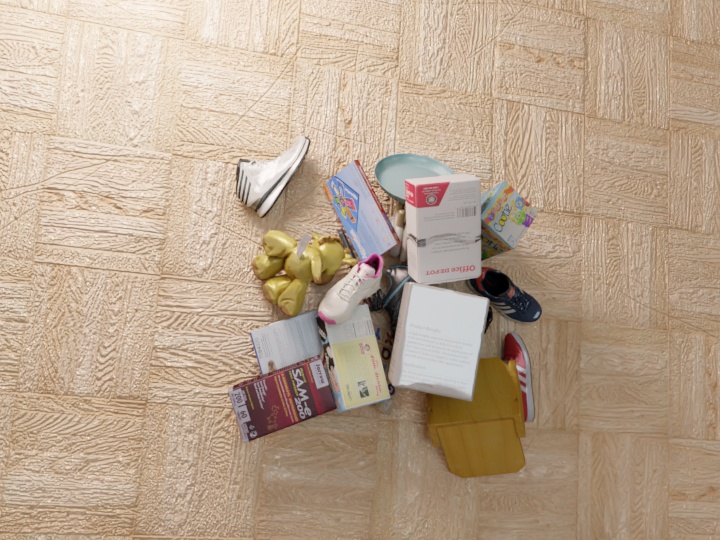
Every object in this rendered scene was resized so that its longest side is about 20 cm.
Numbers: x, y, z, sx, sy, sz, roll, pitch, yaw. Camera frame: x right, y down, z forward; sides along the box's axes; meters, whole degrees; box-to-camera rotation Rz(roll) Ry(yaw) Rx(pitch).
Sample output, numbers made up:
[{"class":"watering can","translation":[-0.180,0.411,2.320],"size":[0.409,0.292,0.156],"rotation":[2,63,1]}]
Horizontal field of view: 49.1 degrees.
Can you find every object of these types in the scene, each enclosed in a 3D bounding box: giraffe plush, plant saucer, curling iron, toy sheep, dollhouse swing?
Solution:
[{"class":"giraffe plush","translation":[-0.104,-0.020,1.642],"size":[0.160,0.199,0.175],"rotation":[-15,70,-50]},{"class":"plant saucer","translation":[0.124,-0.193,1.730],"size":[0.194,0.028,0.202],"rotation":[7,38,-5]},{"class":"curling iron","translation":[0.000,0.000,1.722],"size":[0.049,0.026,0.203],"rotation":[-30,92,-20]},{"class":"toy sheep","translation":[0.116,-0.078,1.713],"size":[0.194,0.138,0.142],"rotation":[11,79,0]},{"class":"dollhouse swing","translation":[0.257,0.319,1.700],"size":[0.195,0.177,0.185],"rotation":[-10,50,16]}]

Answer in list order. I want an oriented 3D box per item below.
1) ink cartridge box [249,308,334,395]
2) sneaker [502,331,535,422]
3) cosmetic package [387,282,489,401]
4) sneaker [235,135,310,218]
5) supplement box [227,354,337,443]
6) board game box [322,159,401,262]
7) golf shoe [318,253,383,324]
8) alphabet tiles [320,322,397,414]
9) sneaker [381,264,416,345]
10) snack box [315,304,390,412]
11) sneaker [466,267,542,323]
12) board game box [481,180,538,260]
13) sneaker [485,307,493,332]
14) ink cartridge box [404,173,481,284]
[{"class":"ink cartridge box","translation":[-0.117,0.194,1.652],"size":[0.195,0.043,0.201],"rotation":[-16,89,-17]},{"class":"sneaker","translation":[0.321,0.244,1.755],"size":[0.110,0.071,0.206],"rotation":[-7,86,-20]},{"class":"cosmetic package","translation":[0.152,0.139,1.580],"size":[0.160,0.165,0.206],"rotation":[11,88,-1]},{"class":"sneaker","translation":[-0.194,-0.225,1.672],"size":[0.114,0.076,0.203],"rotation":[35,77,-10]},{"class":"supplement box","translation":[-0.155,0.255,1.575],"size":[0.195,0.061,0.111],"rotation":[-19,92,-7]},{"class":"board game box","translation":[0.001,-0.122,1.694],"size":[0.019,0.102,0.203],"rotation":[-15,76,-57]},{"class":"golf shoe","translation":[-0.018,0.032,1.615],"size":[0.075,0.093,0.200],"rotation":[35,44,11]},{"class":"alphabet tiles","translation":[0.006,0.191,1.673],"size":[0.197,0.007,0.171],"rotation":[26,68,-25]},{"class":"sneaker","translation":[0.083,0.088,1.703],"size":[0.080,0.073,0.206],"rotation":[7,86,4]},{"class":"snack box","translation":[-0.015,0.179,1.627],"size":[0.114,0.037,0.205],"rotation":[-7,78,-33]},{"class":"sneaker","translation":[0.335,0.057,1.779],"size":[0.197,0.084,0.076],"rotation":[27,76,-11]},{"class":"board game box","translation":[0.283,-0.101,1.726],"size":[0.103,0.200,0.106],"rotation":[40,74,-6]},{"class":"sneaker","translation":[0.206,0.122,1.719],"size":[0.195,0.114,0.078],"rotation":[-22,86,-15]},{"class":"ink cartridge box","translation":[0.169,-0.086,1.616],"size":[0.141,0.083,0.206],"rotation":[-6,106,-14]}]
